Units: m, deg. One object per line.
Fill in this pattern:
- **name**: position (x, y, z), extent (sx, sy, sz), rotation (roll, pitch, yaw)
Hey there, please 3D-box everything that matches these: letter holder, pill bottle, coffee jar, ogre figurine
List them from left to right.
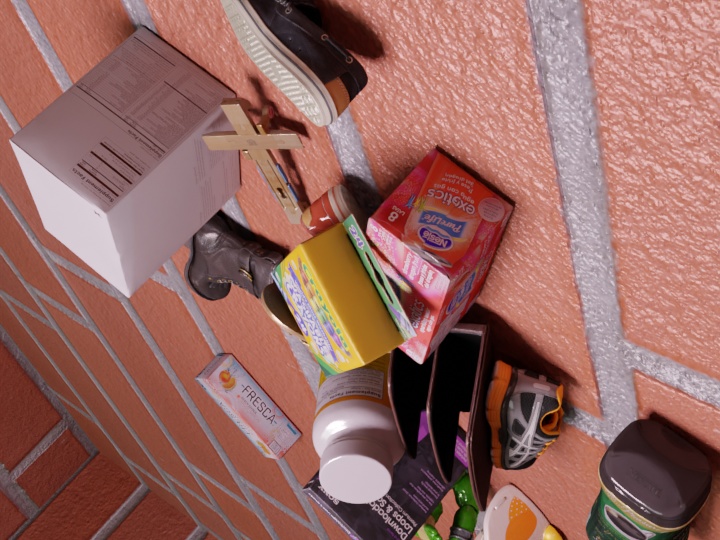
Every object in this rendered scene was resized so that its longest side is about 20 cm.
- **pill bottle**: position (0.002, 0.167, 1.279), extent (0.110, 0.201, 0.112), rotation (3, 130, 3)
- **ogre figurine**: position (0.087, 0.287, 1.473), extent (0.199, 0.120, 0.099), rotation (31, 150, 22)
- **letter holder**: position (0.089, 0.164, 1.178), extent (0.100, 0.143, 0.201), rotation (3, 149, 13)
- **coffee jar**: position (0.288, 0.232, 1.100), extent (0.104, 0.085, 0.201), rotation (35, 157, 25)

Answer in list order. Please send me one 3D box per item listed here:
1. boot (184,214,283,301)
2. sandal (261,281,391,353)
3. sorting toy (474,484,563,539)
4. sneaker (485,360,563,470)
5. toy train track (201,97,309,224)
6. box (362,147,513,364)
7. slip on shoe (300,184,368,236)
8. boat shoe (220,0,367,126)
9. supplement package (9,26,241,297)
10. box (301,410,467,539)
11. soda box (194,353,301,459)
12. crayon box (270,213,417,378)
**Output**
- **boot**: position (-0.157, 0.013, 1.463), extent (0.173, 0.069, 0.201), rotation (33, 153, 24)
- **sandal**: position (-0.030, 0.071, 1.217), extent (0.210, 0.078, 0.070), rotation (10, 140, -33)
- **sorting toy**: position (0.174, 0.412, 1.467), extent (0.107, 0.180, 0.201), rotation (35, 156, 17)
- **sneaker**: position (0.182, 0.167, 1.182), extent (0.076, 0.079, 0.200), rotation (7, 153, 17)
- **toy train track**: position (-0.096, -0.122, 1.184), extent (0.114, 0.033, 0.201), rotation (2, 146, 24)
- **box**: position (0.063, -0.008, 1.038), extent (0.095, 0.100, 0.200), rotation (37, 157, 13)
- **slip on shoe**: position (0.000, 0.000, 1.168), extent (0.201, 0.061, 0.074), rotation (58, -166, -30)
- **boat shoe**: position (-0.065, -0.207, 0.960), extent (0.200, 0.062, 0.075), rotation (49, 166, 28)
- **supplement package**: position (-0.254, -0.119, 1.232), extent (0.147, 0.200, 0.192), rotation (36, 155, 15)
- **box**: position (0.042, 0.252, 1.382), extent (0.143, 0.200, 0.036), rotation (44, 156, -3)
- **soda box**: position (-0.195, 0.238, 1.911), extent (0.200, 0.064, 0.068), rotation (52, 155, -16)
- **crayon box**: position (-0.022, 0.031, 1.054), extent (0.126, 0.051, 0.200), rotation (62, 162, 2)
